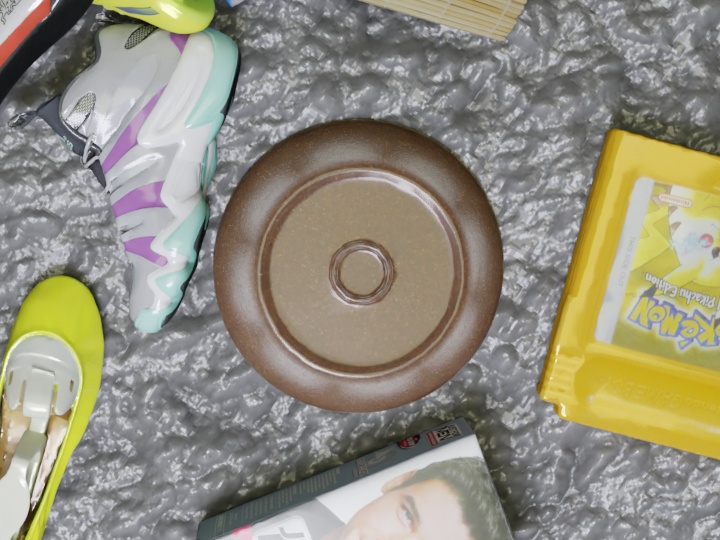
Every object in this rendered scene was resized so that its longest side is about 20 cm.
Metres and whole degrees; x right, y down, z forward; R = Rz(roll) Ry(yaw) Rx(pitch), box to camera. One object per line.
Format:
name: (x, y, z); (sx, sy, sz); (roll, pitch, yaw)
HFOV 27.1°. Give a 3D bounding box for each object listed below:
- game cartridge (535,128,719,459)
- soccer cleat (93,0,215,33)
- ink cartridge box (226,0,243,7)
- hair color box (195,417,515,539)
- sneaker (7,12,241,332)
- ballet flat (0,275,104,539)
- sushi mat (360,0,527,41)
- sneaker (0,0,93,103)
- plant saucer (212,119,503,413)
game cartridge: (0.227, 0.021, 1.018); (0.175, 0.032, 0.201); (14, 94, -4)
soccer cleat: (-0.183, -0.199, 0.954); (0.200, 0.065, 0.084); (32, 118, 5)
ink cartridge box: (-0.082, -0.293, 0.944); (0.146, 0.084, 0.200); (-36, 97, 1)
hair color box: (-0.001, 0.185, 1.007); (0.199, 0.061, 0.099); (-22, 96, -2)
sneaker: (-0.164, -0.068, 0.971); (0.139, 0.078, 0.201); (12, 85, -3)
ballet flat: (-0.215, 0.104, 0.983); (0.066, 0.067, 0.201); (15, 94, -4)
sushi mat: (0.033, -0.208, 0.936); (0.199, 0.012, 0.096); (10, 116, -33)
sneaker: (-0.244, -0.166, 0.922); (0.108, 0.067, 0.201); (50, 124, -2)
plant saucer: (0.000, 0.000, 1.002); (0.199, 0.037, 0.202); (0, 96, -3)
